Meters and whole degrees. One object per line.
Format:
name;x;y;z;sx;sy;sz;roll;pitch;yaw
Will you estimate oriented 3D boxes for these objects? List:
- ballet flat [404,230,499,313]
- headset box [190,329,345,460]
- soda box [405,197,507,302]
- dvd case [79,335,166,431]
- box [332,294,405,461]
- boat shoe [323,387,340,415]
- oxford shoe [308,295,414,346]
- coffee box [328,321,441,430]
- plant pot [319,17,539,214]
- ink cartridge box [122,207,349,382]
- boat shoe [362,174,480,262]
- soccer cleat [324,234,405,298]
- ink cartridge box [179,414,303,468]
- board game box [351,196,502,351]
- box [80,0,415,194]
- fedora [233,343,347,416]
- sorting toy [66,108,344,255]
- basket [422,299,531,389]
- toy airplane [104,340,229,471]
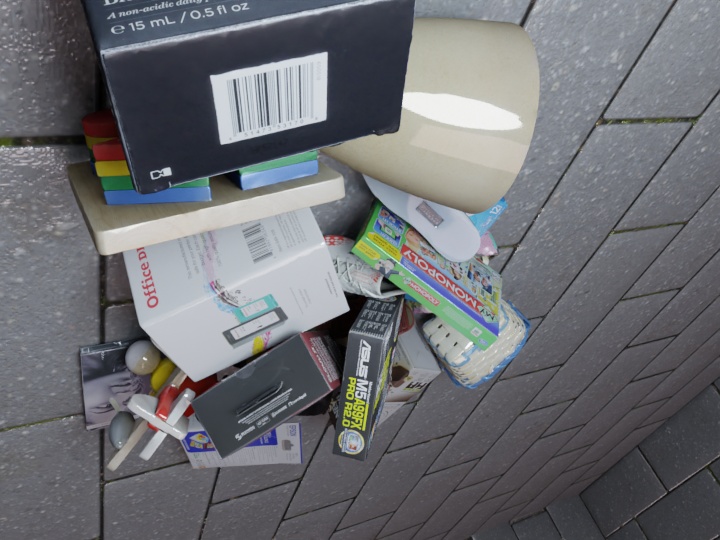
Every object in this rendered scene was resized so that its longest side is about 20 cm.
ballet flat;0.141;0.019;1.039;0.068;0.072;0.200;7;134;-43
headset box;-0.098;0.141;0.795;0.148;0.078;0.200;-33;174;3
soda box;0.110;-0.048;0.918;0.063;0.068;0.201;15;130;-28
dvd case;-0.317;0.159;0.951;0.147;0.016;0.201;-9;143;-27
box;0.015;0.120;0.855;0.044;0.200;0.163;11;107;8
boat shoe;-0.066;0.201;1.098;0.198;0.074;0.074;-20;149;20
oxford shoe;-0.012;0.084;1.035;0.197;0.072;0.075;-3;159;-24
coffee box;0.027;0.182;1.143;0.079;0.114;0.200;14;129;-45
plant pot;0.035;-0.162;0.643;0.197;0.189;0.188;6;137;-19
ink cartridge box;-0.138;-0.004;0.737;0.198;0.148;0.147;-24;148;-4
boat shoe;0.071;-0.103;0.806;0.074;0.086;0.202;-41;110;19
soccer cleat;0.000;0.000;0.853;0.196;0.085;0.070;5;113;-4
ink cartridge box;-0.196;0.280;1.121;0.197;0.048;0.199;-4;146;-7
board game box;0.088;-0.007;0.816;0.199;0.135;0.029;37;123;-10
box;-0.092;-0.184;0.472;0.194;0.202;0.118;-17;147;-16
fedora;-0.100;0.165;0.981;0.197;0.093;0.201;-2;162;-1
sorting toy;-0.144;-0.101;0.573;0.196;0.200;0.071;-16;119;-24
basket;0.206;0.115;1.151;0.176;0.139;0.200;-41;141;2
toy airplane;-0.247;0.146;0.844;0.200;0.141;0.200;-47;174;-38
